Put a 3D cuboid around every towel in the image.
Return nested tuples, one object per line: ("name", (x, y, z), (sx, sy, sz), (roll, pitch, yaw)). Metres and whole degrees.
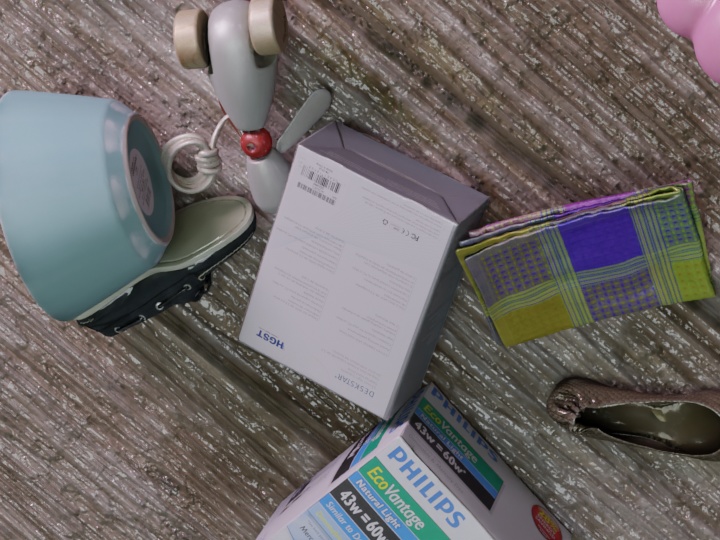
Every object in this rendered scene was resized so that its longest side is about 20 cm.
("towel", (0.188, -0.002, 1.732), (0.199, 0.023, 0.144), (-14, 136, 9))

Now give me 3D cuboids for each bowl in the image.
("bowl", (-0.225, -0.066, 1.769), (0.104, 0.201, 0.202), (-13, 106, 11))

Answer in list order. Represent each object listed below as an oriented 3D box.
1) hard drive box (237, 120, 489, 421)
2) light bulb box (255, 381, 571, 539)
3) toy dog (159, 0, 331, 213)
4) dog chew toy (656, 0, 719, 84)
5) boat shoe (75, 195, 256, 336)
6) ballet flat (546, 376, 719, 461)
("hard drive box", (0.000, 0.000, 1.772), (0.155, 0.077, 0.201), (28, 119, 14))
("light bulb box", (0.044, 0.245, 1.844), (0.200, 0.125, 0.198), (-41, 95, 24))
("toy dog", (-0.092, -0.157, 1.770), (0.131, 0.097, 0.201), (14, 127, 6))
("dog chew toy", (0.317, -0.184, 1.628), (0.199, 0.124, 0.125), (35, 114, 9))
("boat shoe", (-0.166, 0.003, 1.847), (0.199, 0.075, 0.066), (-31, 128, 13))
("ballet flat", (0.257, 0.130, 1.790), (0.199, 0.046, 0.068), (10, 112, 11))
